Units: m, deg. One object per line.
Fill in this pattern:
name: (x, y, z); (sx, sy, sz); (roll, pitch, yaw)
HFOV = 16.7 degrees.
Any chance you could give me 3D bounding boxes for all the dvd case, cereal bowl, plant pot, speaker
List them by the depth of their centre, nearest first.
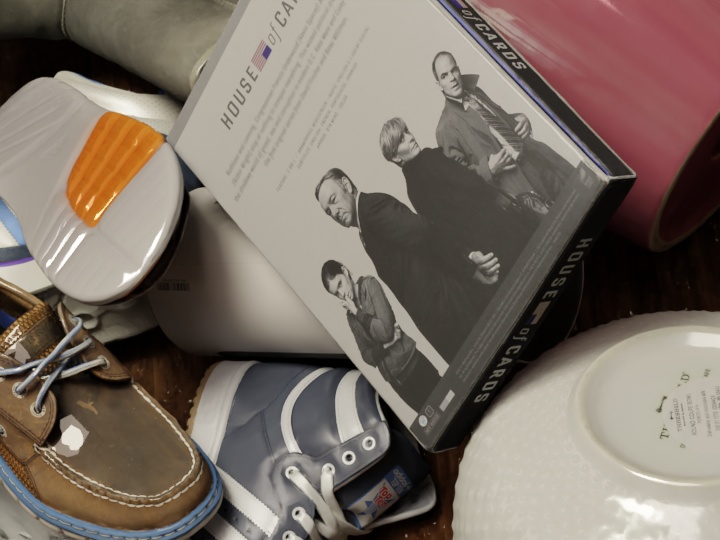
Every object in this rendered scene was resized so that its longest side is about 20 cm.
cereal bowl: (0.132, 0.083, 0.986); (0.199, 0.084, 0.201); (-4, 38, 3)
dvd case: (0.010, -0.047, 1.021); (0.200, 0.025, 0.151); (49, 125, 27)
plant pot: (0.102, -0.112, 1.100); (0.179, 0.200, 0.200); (39, 81, 18)
speaker: (0.000, 0.000, 1.106); (0.199, 0.081, 0.082); (-1, 61, 39)

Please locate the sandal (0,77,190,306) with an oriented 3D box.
sandal: (-0.118, -0.033, 1.130); (0.079, 0.059, 0.207); (-45, 32, -1)

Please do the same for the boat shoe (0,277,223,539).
boat shoe: (-0.144, 0.054, 1.091); (0.199, 0.073, 0.072); (28, 54, 33)

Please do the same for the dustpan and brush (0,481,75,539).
dustpan and brush: (-0.165, 0.134, 1.131); (0.199, 0.057, 0.141); (-11, 95, -19)

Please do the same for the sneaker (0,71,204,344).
sneaker: (-0.168, -0.028, 1.231); (0.199, 0.081, 0.147); (-13, 49, 21)

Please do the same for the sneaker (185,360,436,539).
sneaker: (-0.029, 0.127, 1.084); (0.108, 0.070, 0.201); (-4, 58, 23)

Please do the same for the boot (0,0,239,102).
boot: (-0.124, -0.118, 1.206); (0.181, 0.073, 0.200); (-18, 38, -27)
